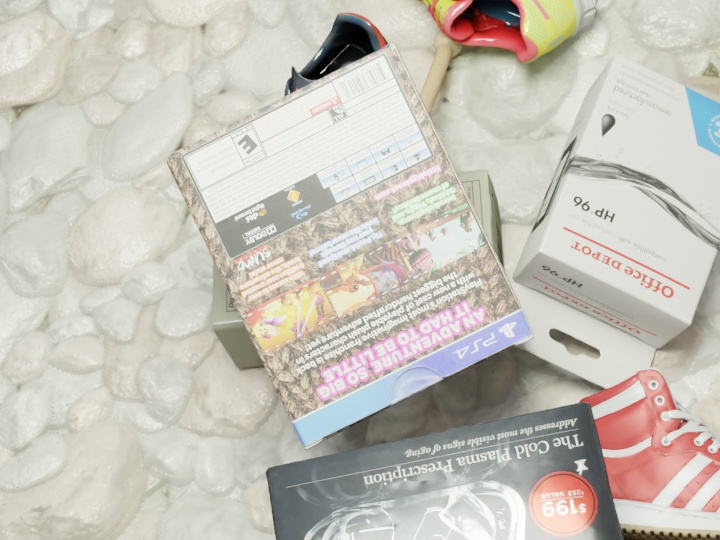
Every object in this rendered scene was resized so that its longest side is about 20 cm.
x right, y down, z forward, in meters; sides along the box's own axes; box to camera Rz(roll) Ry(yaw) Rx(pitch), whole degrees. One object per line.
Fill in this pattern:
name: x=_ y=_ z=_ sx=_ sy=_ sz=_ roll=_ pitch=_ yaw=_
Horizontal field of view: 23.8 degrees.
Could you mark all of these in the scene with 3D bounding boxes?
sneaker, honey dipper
sneaker: x=0.225 y=0.123 z=1.087 sx=0.198 sy=0.071 sz=0.113 roll=4 pitch=68 yaw=17
sneaker: x=0.072 y=-0.215 z=1.280 sx=0.199 sy=0.078 sz=0.090 roll=25 pitch=55 yaw=23
sneaker: x=-0.033 y=-0.087 z=1.164 sx=0.074 sy=0.085 sz=0.201 roll=13 pitch=67 yaw=18
honey dipper: x=0.048 y=-0.121 z=1.232 sx=0.038 sy=0.038 sz=0.201 roll=4 pitch=37 yaw=15

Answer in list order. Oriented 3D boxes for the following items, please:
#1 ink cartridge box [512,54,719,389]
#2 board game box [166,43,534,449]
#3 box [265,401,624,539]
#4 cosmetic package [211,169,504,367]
ink cartridge box: x=0.180 y=-0.029 z=1.155 sx=0.115 sy=0.068 sz=0.201 roll=24 pitch=69 yaw=-3
board game box: x=-0.004 y=-0.016 z=1.084 sx=0.158 sy=0.097 sz=0.201 roll=-25 pitch=90 yaw=4
box: x=0.060 y=0.196 z=0.996 sx=0.198 sy=0.104 sz=0.183 roll=-12 pitch=60 yaw=2
cosmetic package: x=0.000 y=0.000 z=1.201 sx=0.198 sy=0.073 sz=0.104 roll=-6 pitch=62 yaw=11
